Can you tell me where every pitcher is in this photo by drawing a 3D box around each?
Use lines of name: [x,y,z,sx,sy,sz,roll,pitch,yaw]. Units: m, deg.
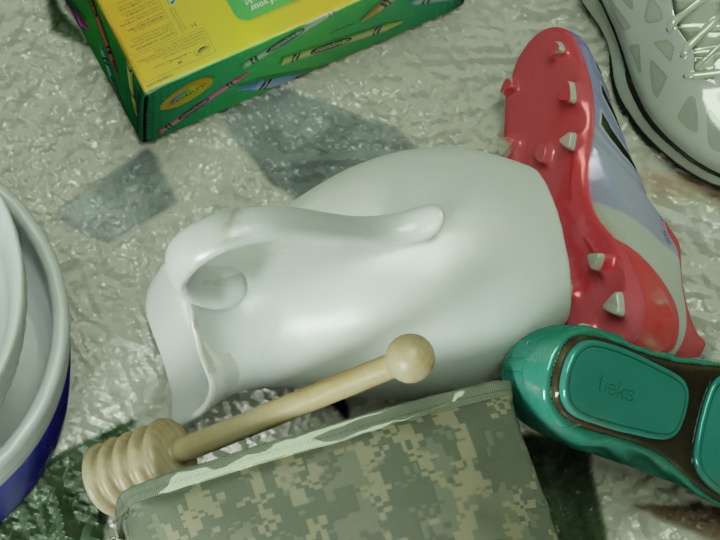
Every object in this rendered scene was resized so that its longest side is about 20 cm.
pitcher: [0.000,0.000,1.173,0.199,0.172,0.122,-12,72,-10]

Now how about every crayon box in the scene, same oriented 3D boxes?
crayon box: [-0.054,-0.165,1.306,0.199,0.058,0.119,-24,70,-15]

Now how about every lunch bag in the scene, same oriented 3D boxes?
lunch bag: [-0.007,0.162,1.130,0.199,0.118,0.165,-12,68,-15]

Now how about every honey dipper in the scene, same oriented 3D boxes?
honey dipper: [-0.047,0.071,1.144,0.199,0.038,0.038,-22,61,31]

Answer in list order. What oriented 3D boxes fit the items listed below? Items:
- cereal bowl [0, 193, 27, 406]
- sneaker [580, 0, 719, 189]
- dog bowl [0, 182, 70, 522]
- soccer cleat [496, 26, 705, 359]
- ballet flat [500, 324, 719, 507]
cereal bowl: [-0.248,0.026,1.101,0.199,0.083,0.201,2,65,-5]
sneaker: [0.169,-0.142,1.284,0.075,0.116,0.201,-25,70,-15]
dog bowl: [-0.240,0.041,1.184,0.199,0.079,0.201,2,65,-4]
soccer cleat: [0.125,-0.036,1.270,0.076,0.067,0.201,18,47,-40]
ballet flat: [0.147,0.070,1.199,0.199,0.070,0.068,23,83,-34]
